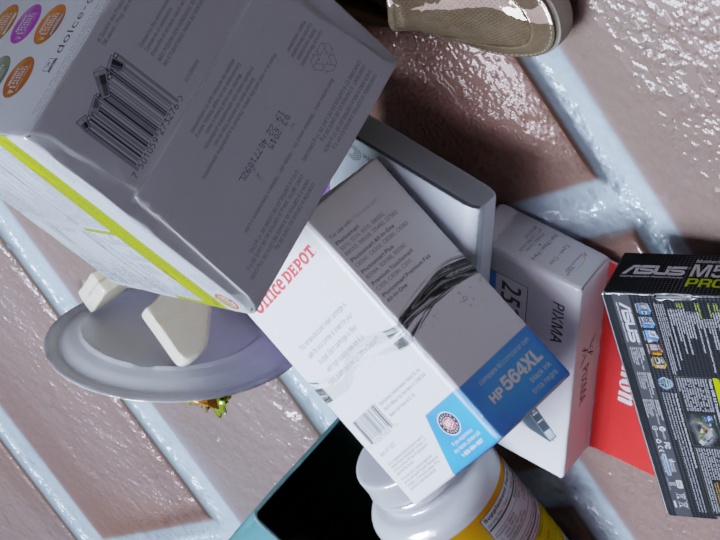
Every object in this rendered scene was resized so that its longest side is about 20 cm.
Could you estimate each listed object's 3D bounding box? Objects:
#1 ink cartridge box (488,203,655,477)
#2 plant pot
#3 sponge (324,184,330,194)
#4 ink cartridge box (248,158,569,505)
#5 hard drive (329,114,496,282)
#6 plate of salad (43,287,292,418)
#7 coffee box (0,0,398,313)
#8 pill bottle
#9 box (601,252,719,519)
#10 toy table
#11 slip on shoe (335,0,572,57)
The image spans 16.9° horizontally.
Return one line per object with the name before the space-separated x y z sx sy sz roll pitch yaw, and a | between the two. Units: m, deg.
ink cartridge box | 0.156 0.068 1.707 0.176 0.045 0.200 26 141 24
plant pot | -0.025 0.222 1.964 0.141 0.141 0.200 44 152 -1
sponge | 0.000 0.000 1.800 0.111 0.030 0.201 11 133 36
ink cartridge box | 0.024 0.042 1.659 0.200 0.084 0.146 49 148 2
hard drive | 0.033 -0.007 1.702 0.132 0.027 0.200 32 143 26
plate of salad | -0.141 0.061 1.852 0.199 0.200 0.048 16 120 32
coffee box | -0.138 -0.117 1.578 0.200 0.200 0.198 38 165 -30
pill bottle | 0.082 0.197 1.824 0.109 0.109 0.200 -4 134 46
box | 0.260 0.081 1.599 0.160 0.044 0.201 1 128 30
toy table | -0.140 -0.034 1.798 0.184 0.117 0.200 48 152 16
slip on shoe | 0.039 -0.177 1.556 0.199 0.061 0.076 25 140 24
